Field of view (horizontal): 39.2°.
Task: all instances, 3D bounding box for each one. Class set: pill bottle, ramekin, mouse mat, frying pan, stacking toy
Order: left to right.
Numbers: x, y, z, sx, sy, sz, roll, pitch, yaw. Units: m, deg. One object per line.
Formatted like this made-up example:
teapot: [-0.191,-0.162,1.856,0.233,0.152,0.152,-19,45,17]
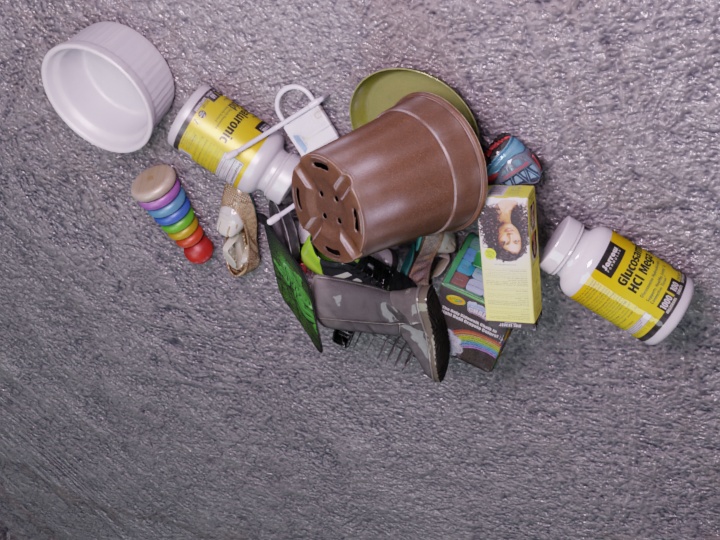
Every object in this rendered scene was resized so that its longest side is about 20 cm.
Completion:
ramekin: [-0.393,-0.295,1.604,0.200,0.098,0.201,18,140,16]
stacking toy: [-0.324,-0.091,1.800,0.085,0.085,0.200,2,139,31]
pill bottle: [-0.188,-0.190,1.572,0.200,0.111,0.111,33,141,-3]
frying pan: [-0.131,-0.056,1.659,0.190,0.031,0.115,156,98,-76]
mouse mat: [-0.110,0.023,1.629,0.200,0.008,0.161,49,155,50]
pill bottle: [0.357,0.010,1.428,0.200,0.113,0.112,31,141,0]

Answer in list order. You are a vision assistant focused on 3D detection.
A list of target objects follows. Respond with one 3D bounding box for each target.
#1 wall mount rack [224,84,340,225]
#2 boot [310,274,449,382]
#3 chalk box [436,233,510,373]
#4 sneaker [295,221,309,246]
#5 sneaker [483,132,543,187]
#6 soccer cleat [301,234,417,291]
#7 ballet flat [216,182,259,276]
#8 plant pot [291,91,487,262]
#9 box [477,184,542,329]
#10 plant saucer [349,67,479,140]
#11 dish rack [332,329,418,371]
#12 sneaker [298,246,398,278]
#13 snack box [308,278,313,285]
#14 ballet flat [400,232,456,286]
wall mount rack: [-0.092,-0.168,1.506,0.174,0.075,0.200,-29,99,19]
boot: [0.030,0.088,1.558,0.200,0.073,0.182,-2,115,24]
chalk box: [0.190,0.036,1.557,0.125,0.124,0.200,25,139,9]
sneaker: [-0.056,-0.110,1.621,0.200,0.076,0.115,-10,109,44]
sneaker: [0.188,-0.103,1.446,0.095,0.079,0.200,33,141,-5]
soccer cleat: [0.000,0.000,1.583,0.200,0.068,0.081,23,151,3]
ballet flat: [-0.214,-0.065,1.753,0.070,0.065,0.200,21,139,28]
plant pot: [0.029,-0.112,1.343,0.200,0.198,0.200,34,137,38]
box: [0.208,-0.017,1.404,0.075,0.050,0.200,2,116,23]
plant saucer: [0.080,-0.209,1.441,0.200,0.031,0.200,18,139,16]
dish rack: [0.052,0.132,1.755,0.200,0.055,0.153,26,168,2]
sneaker: [-0.043,-0.008,1.671,0.201,0.067,0.108,-8,160,42]
snack box: [-0.052,0.046,1.713,0.072,0.024,0.200,9,169,8]
ballet flat: [0.112,-0.037,1.588,0.067,0.068,0.200,11,146,-5]
